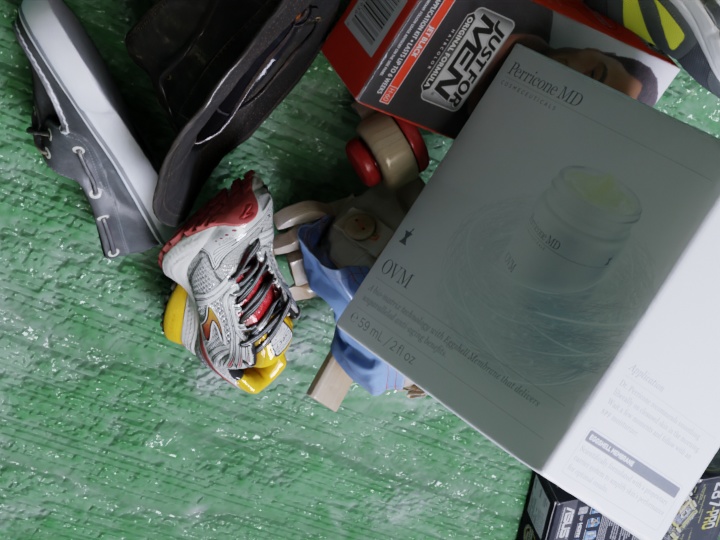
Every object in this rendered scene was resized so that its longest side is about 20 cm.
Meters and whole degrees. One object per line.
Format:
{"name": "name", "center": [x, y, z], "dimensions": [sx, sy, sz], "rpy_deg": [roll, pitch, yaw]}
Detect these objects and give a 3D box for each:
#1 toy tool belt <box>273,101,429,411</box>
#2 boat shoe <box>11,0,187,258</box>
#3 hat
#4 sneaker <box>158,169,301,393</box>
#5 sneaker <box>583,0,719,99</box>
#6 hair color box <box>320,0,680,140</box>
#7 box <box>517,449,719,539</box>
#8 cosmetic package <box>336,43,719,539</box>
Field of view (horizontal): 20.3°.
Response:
{"name": "toy tool belt", "center": [0.000, 0.000, 1.250], "dimensions": [0.122, 0.125, 0.201], "rpy_deg": [-29, 135, -9]}
{"name": "boat shoe", "center": [-0.157, -0.075, 1.152], "dimensions": [0.056, 0.069, 0.200], "rpy_deg": [-26, 137, 1]}
{"name": "hat", "center": [-0.084, -0.123, 1.118], "dimensions": [0.081, 0.201, 0.201], "rpy_deg": [35, 117, 3]}
{"name": "sneaker", "center": [-0.068, 0.009, 1.211], "dimensions": [0.078, 0.082, 0.200], "rpy_deg": [-43, 164, -20]}
{"name": "sneaker", "center": [0.184, -0.170, 1.199], "dimensions": [0.200, 0.084, 0.075], "rpy_deg": [46, 61, -31]}
{"name": "hair color box", "center": [0.086, -0.127, 1.207], "dimensions": [0.199, 0.061, 0.102], "rpy_deg": [16, 117, -37]}
{"name": "box", "center": [0.201, 0.226, 1.589], "dimensions": [0.160, 0.049, 0.201], "rpy_deg": [-6, 131, -17]}
{"name": "cosmetic package", "center": [0.126, 0.008, 1.126], "dimensions": [0.123, 0.199, 0.201], "rpy_deg": [34, 90, -42]}
